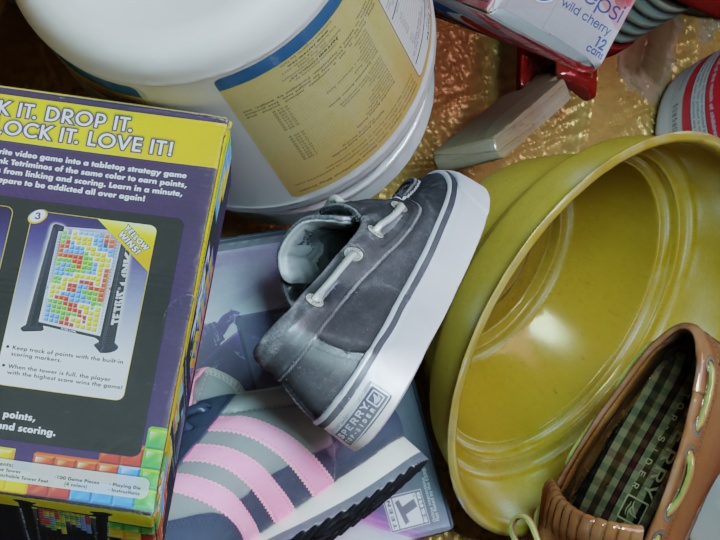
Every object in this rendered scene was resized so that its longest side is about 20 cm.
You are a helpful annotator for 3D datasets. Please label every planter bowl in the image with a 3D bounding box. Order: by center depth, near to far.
[{"bbox_3d":[0.083,0.012,1.201,0.200,0.083,0.201,-30,137,-33],"label":"planter bowl"}]

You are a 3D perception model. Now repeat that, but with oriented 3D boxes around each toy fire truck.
[{"bbox_3d":[0.114,-0.132,1.250,0.128,0.176,0.201,19,62,-32],"label":"toy fire truck"}]

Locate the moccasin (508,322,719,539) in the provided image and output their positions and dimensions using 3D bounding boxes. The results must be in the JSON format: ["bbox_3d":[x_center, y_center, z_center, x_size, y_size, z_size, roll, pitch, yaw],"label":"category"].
[{"bbox_3d":[0.106,0.116,1.173,0.202,0.074,0.078,-55,142,-4],"label":"moccasin"}]

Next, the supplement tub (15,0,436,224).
[{"bbox_3d":[-0.049,-0.110,1.079,0.200,0.144,0.146,56,30,-67],"label":"supplement tub"}]

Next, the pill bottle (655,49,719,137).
[{"bbox_3d":[0.249,-0.084,1.323,0.112,0.200,0.113,15,63,-33],"label":"pill bottle"}]

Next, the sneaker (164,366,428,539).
[{"bbox_3d":[-0.065,0.085,1.046,0.199,0.070,0.082,-21,73,-45],"label":"sneaker"}]

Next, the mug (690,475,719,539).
[{"bbox_3d":[0.264,0.052,1.296,0.148,0.175,0.200,50,49,-12],"label":"mug"}]

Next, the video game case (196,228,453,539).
[{"bbox_3d":[-0.054,0.058,1.111,0.199,0.019,0.144,-9,81,-43],"label":"video game case"}]

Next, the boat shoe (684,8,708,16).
[{"bbox_3d":[0.244,-0.172,1.440,0.199,0.072,0.068,4,72,-35],"label":"boat shoe"}]

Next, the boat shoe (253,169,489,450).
[{"bbox_3d":[0.000,0.000,1.083,0.068,0.072,0.200,35,29,-5],"label":"boat shoe"}]

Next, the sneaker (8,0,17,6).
[{"bbox_3d":[-0.096,-0.181,1.165,0.085,0.078,0.200,43,51,-18],"label":"sneaker"}]

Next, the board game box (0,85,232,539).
[{"bbox_3d":[-0.157,0.013,0.987,0.199,0.057,0.166,8,61,3],"label":"board game box"}]

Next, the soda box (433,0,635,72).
[{"bbox_3d":[0.051,-0.146,1.188,0.063,0.200,0.070,27,92,-29],"label":"soda box"}]
